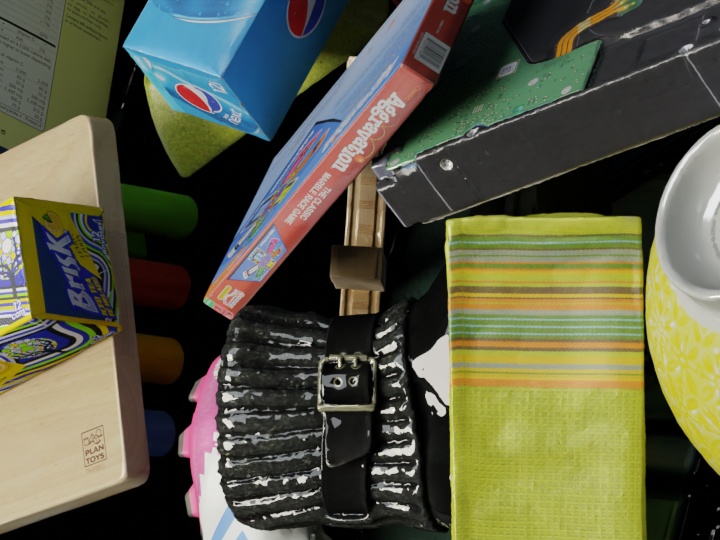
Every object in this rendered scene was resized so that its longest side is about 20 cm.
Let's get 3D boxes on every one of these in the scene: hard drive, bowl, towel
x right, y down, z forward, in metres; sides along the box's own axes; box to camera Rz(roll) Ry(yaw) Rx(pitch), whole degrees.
[{"bbox_3d":[0.107,-0.098,1.068,0.200,0.038,0.140,-20,30,32],"label":"hard drive"},{"bbox_3d":[0.181,-0.006,0.998,0.200,0.108,0.200,-25,52,36],"label":"bowl"},{"bbox_3d":[0.078,0.076,1.056,0.086,0.018,0.200,-2,86,19],"label":"towel"}]

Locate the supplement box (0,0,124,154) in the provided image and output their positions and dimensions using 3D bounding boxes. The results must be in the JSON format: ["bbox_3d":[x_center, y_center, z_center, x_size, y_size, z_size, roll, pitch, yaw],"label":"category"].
[{"bbox_3d":[-0.262,-0.119,1.534,0.200,0.134,0.200,-17,57,42],"label":"supplement box"}]

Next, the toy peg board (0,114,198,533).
[{"bbox_3d":[-0.168,0.044,1.389,0.200,0.098,0.199,-22,69,40],"label":"toy peg board"}]

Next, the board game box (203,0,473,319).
[{"bbox_3d":[-0.006,-0.065,1.126,0.200,0.019,0.103,-47,13,48],"label":"board game box"}]

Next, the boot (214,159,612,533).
[{"bbox_3d":[0.020,0.021,1.139,0.158,0.079,0.211,5,77,30],"label":"boot"}]

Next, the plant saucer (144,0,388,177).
[{"bbox_3d":[-0.059,-0.179,1.385,0.200,0.048,0.200,-32,47,46],"label":"plant saucer"}]

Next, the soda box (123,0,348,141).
[{"bbox_3d":[-0.036,-0.171,1.258,0.064,0.068,0.200,19,73,29],"label":"soda box"}]

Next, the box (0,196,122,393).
[{"bbox_3d":[-0.216,0.031,1.325,0.200,0.064,0.070,-27,65,38],"label":"box"}]

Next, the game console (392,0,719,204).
[{"bbox_3d":[0.096,-0.134,1.158,0.200,0.119,0.172,-33,47,32],"label":"game console"}]

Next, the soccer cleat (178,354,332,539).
[{"bbox_3d":[-0.041,0.130,1.208,0.086,0.070,0.200,-10,62,27],"label":"soccer cleat"}]

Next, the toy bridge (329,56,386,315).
[{"bbox_3d":[0.000,0.000,1.229,0.067,0.027,0.200,76,-162,-84],"label":"toy bridge"}]
